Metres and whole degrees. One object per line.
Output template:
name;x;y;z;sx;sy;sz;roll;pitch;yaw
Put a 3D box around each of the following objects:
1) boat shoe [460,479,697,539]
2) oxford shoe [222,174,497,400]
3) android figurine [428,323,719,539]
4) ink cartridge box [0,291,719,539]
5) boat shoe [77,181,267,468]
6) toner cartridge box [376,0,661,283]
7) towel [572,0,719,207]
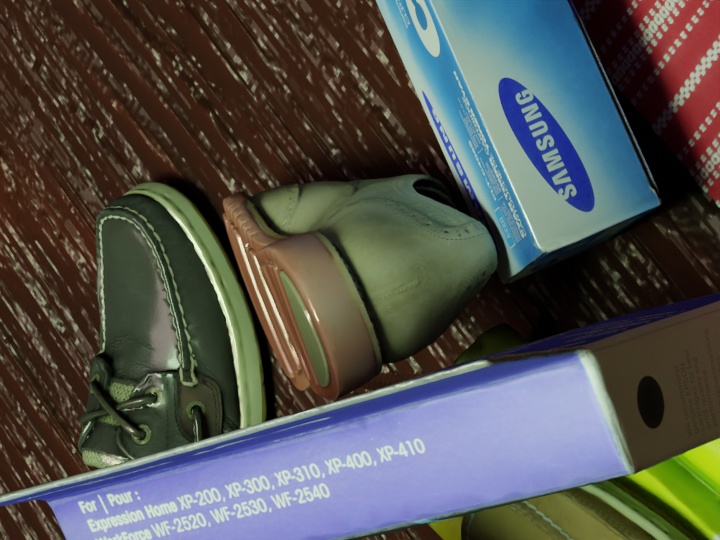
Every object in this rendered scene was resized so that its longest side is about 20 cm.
boat shoe;0.089;0.134;0.852;0.200;0.076;0.072;42;136;34
oxford shoe;0.000;0.000;0.957;0.200;0.074;0.071;-142;29;-75
android figurine;0.099;0.111;0.926;0.200;0.041;0.182;41;134;32
ink cartridge box;0.016;0.051;0.795;0.198;0.200;0.043;-17;86;36
boat shoe;-0.079;0.067;1.102;0.072;0.066;0.201;8;113;49
toner cartridge box;0.029;-0.098;0.878;0.095;0.043;0.200;121;125;-83
towel;0.142;-0.065;0.807;0.200;0.022;0.145;53;140;20
